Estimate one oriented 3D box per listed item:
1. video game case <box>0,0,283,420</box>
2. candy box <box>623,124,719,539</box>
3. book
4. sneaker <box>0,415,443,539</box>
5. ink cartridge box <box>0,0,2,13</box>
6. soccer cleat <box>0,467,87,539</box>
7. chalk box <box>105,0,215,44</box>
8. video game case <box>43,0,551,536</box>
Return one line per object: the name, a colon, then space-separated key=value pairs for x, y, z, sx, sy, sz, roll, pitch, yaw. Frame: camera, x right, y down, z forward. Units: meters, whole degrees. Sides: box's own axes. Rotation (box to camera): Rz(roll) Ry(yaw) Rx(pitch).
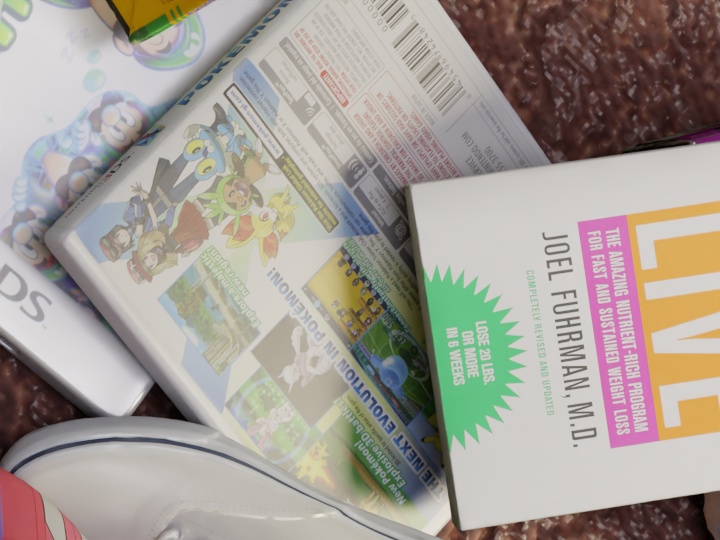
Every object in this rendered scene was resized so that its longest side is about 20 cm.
video game case: x=-0.103 y=-0.074 z=1.063 sx=0.182 sy=0.024 sz=0.200 roll=41 pitch=72 yaw=-18
candy box: x=0.199 y=0.030 z=1.169 sx=0.136 sy=0.061 sz=0.201 roll=-14 pitch=93 yaw=-23
book: x=0.124 y=0.018 z=1.086 sx=0.199 sy=0.048 sz=0.134 roll=-9 pitch=92 yaw=-4
sneaker: x=-0.040 y=0.109 z=1.033 sx=0.199 sy=0.071 sz=0.073 roll=16 pitch=110 yaw=-6
ink cartridge box: x=-0.220 y=-0.059 z=0.926 sx=0.196 sy=0.043 sz=0.200 roll=13 pitch=45 yaw=-15
soccer cleat: x=-0.101 y=0.146 z=0.966 sx=0.067 sy=0.077 sz=0.200 roll=-25 pitch=73 yaw=-10
chalk box: x=-0.018 y=-0.193 z=1.035 sx=0.200 sy=0.124 sz=0.125 roll=-38 pitch=99 yaw=-36
video game case: x=0.000 y=0.000 z=1.093 sx=0.182 sy=0.022 sz=0.200 roll=-46 pitch=115 yaw=-20
